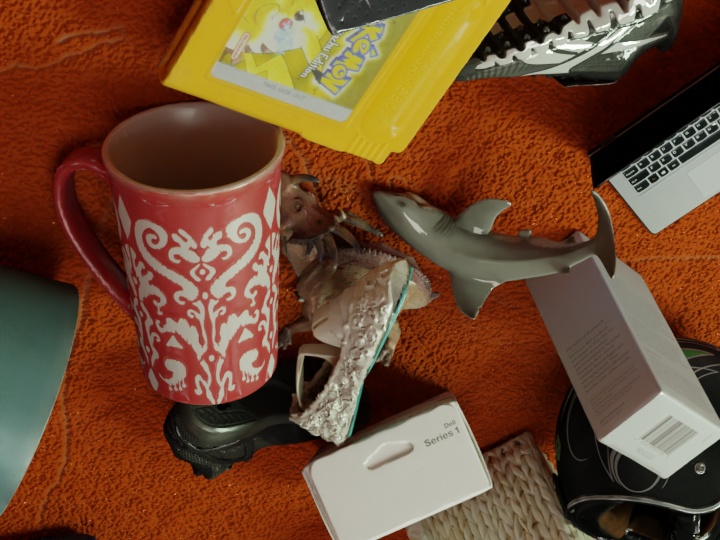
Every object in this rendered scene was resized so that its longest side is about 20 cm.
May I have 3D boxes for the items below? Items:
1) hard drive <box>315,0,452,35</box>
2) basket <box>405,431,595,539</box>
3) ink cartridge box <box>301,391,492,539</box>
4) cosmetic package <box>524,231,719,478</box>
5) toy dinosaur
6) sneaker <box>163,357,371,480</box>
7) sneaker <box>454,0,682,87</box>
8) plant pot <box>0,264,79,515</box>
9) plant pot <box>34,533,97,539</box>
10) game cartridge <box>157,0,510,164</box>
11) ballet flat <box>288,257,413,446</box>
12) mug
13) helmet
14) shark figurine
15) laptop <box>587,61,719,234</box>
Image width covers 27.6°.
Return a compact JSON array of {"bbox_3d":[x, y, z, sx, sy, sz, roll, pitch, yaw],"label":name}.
[{"bbox_3d":[0.007,-0.264,0.933,0.135,0.042,0.201,-20,110,-23],"label":"hard drive"},{"bbox_3d":[0.163,0.307,1.468,0.161,0.200,0.198,-30,134,8],"label":"basket"},{"bbox_3d":[0.034,0.175,1.304,0.146,0.085,0.200,-24,177,2],"label":"ink cartridge box"},{"bbox_3d":[0.225,0.070,1.266,0.071,0.200,0.101,-42,130,22],"label":"cosmetic package"},{"bbox_3d":[0.000,0.000,1.206,0.199,0.086,0.136,13,129,-25],"label":"toy dinosaur"},{"bbox_3d":[-0.090,0.133,1.318,0.199,0.076,0.114,-5,158,-36],"label":"sneaker"},{"bbox_3d":[0.159,-0.170,1.116,0.199,0.067,0.091,-20,132,-2],"label":"sneaker"},{"bbox_3d":[-0.327,0.076,1.108,0.161,0.201,0.201,23,122,-20],"label":"plant pot"},{"bbox_3d":[-0.319,0.369,1.382,0.199,0.180,0.200,-8,133,-10],"label":"plant pot"},{"bbox_3d":[-0.016,-0.170,1.030,0.199,0.032,0.176,18,124,-28],"label":"game cartridge"},{"bbox_3d":[-0.015,0.066,1.164,0.071,0.072,0.200,2,133,-20],"label":"ballet flat"},{"bbox_3d":[-0.133,-0.018,1.122,0.133,0.177,0.201,-27,132,-33],"label":"mug"},{"bbox_3d":[0.284,0.156,1.373,0.199,0.191,0.200,12,153,6],"label":"helmet"},{"bbox_3d":[0.118,-0.002,1.195,0.214,0.090,0.128,8,153,25],"label":"shark figurine"},{"bbox_3d":[0.292,-0.100,1.190,0.187,0.116,0.200,-34,132,15],"label":"laptop"}]
